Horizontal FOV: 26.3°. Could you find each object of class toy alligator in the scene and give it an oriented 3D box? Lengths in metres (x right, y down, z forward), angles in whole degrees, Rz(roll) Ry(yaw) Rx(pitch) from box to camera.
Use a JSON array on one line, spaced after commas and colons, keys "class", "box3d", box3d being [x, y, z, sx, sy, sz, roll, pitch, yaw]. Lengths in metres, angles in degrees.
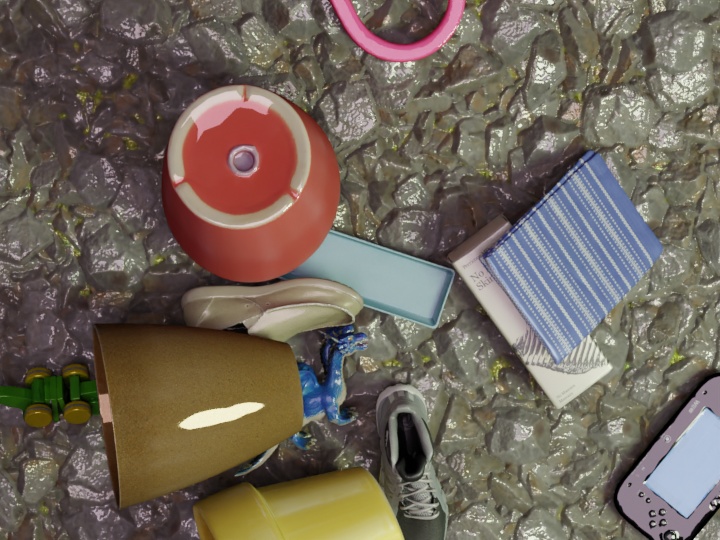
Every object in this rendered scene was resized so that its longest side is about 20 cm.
[{"class": "toy alligator", "box3d": [-0.301, 0.140, 1.676, 0.198, 0.060, 0.055, -4, 143, -9]}]

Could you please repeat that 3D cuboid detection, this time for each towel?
[{"class": "towel", "box3d": [0.228, -0.018, 1.642, 0.200, 0.024, 0.145, -43, 102, -26]}]

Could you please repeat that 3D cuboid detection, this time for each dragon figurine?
[{"class": "dragon figurine", "box3d": [-0.068, 0.138, 1.677, 0.199, 0.059, 0.100, -31, 98, 2]}]

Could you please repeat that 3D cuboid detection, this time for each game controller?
[{"class": "game controller", "box3d": [0.373, 0.213, 1.716, 0.104, 0.042, 0.201, 38, 95, -7]}]

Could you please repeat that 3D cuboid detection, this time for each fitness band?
[{"class": "fitness band", "box3d": [0.030, -0.319, 1.626, 0.143, 0.037, 0.201, -26, 97, 2]}]

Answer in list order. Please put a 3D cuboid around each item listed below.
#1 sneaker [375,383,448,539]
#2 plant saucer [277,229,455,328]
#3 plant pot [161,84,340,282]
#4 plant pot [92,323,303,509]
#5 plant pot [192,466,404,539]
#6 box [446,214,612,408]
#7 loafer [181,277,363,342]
[{"class": "sneaker", "box3d": [0.053, 0.231, 1.668, 0.074, 0.116, 0.202, -12, 98, -1]}, {"class": "plant saucer", "box3d": [0.000, 0.000, 1.678, 0.198, 0.019, 0.071, 18, 103, -4]}, {"class": "plant pot", "box3d": [-0.116, -0.098, 1.559, 0.198, 0.177, 0.203, 0, 83, -1]}, {"class": "plant pot", "box3d": [-0.163, 0.136, 1.574, 0.198, 0.186, 0.189, -7, 99, -13]}, {"class": "plant pot", "box3d": [-0.056, 0.305, 1.645, 0.187, 0.201, 0.203, -22, 99, -13]}, {"class": "box", "box3d": [0.183, 0.044, 1.669, 0.082, 0.068, 0.201, -37, 98, 4]}, {"class": "loafer", "box3d": [-0.094, 0.054, 1.650, 0.198, 0.076, 0.069, -4, 67, 7]}]
